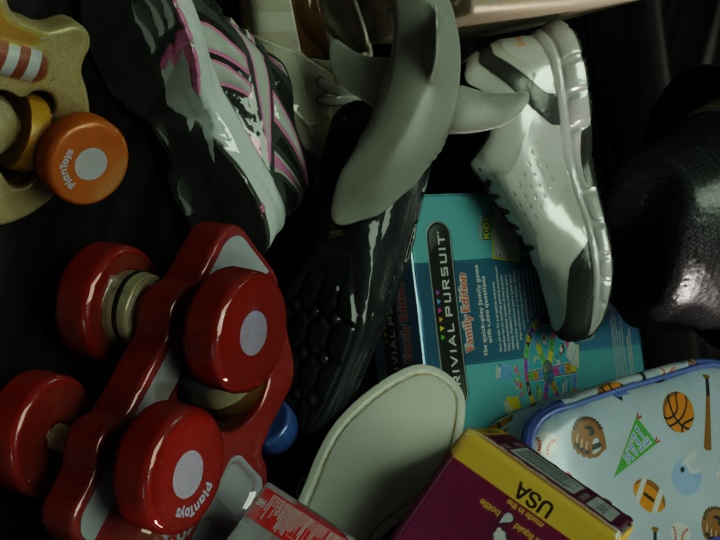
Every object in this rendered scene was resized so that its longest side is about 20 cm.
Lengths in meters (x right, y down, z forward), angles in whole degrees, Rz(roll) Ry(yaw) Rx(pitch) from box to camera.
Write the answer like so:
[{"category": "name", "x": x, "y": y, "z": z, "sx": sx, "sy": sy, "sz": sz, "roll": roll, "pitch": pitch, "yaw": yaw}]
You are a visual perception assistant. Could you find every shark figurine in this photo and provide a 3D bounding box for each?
[{"category": "shark figurine", "x": 0.022, "y": -0.145, "z": 1.034, "sx": 0.128, "sy": 0.090, "sz": 0.215, "roll": -14, "pitch": 80, "yaw": -6}]

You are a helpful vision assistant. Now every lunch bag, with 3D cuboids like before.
[{"category": "lunch bag", "x": 0.177, "y": 0.145, "z": 1.168, "sx": 0.200, "sy": 0.076, "sz": 0.160, "roll": -11, "pitch": 82, "yaw": -31}]

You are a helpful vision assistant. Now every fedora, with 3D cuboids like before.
[{"category": "fedora", "x": 0.204, "y": -0.026, "z": 1.176, "sx": 0.092, "sy": 0.201, "sz": 0.201, "roll": -18, "pitch": 96, "yaw": -26}]

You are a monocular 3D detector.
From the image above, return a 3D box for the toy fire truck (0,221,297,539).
[{"category": "toy fire truck", "x": -0.097, "y": 0.084, "z": 1.017, "sx": 0.200, "sy": 0.112, "sz": 0.168, "roll": -64, "pitch": 146, "yaw": -25}]

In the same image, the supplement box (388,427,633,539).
[{"category": "supplement box", "x": 0.053, "y": 0.194, "z": 1.035, "sx": 0.103, "sy": 0.131, "sz": 0.200, "roll": 35, "pitch": 93, "yaw": 11}]

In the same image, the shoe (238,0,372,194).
[{"category": "shoe", "x": -0.033, "y": -0.141, "z": 1.119, "sx": 0.070, "sy": 0.053, "sz": 0.200, "roll": -23, "pitch": 99, "yaw": -39}]

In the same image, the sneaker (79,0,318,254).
[{"category": "sneaker", "x": -0.087, "y": -0.112, "z": 1.067, "sx": 0.086, "sy": 0.080, "sz": 0.200, "roll": -45, "pitch": 123, "yaw": -44}]

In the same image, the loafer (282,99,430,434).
[{"category": "loafer", "x": 0.000, "y": 0.000, "z": 1.104, "sx": 0.070, "sy": 0.068, "sz": 0.201, "roll": 11, "pitch": 95, "yaw": -52}]

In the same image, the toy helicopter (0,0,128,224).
[{"category": "toy helicopter", "x": -0.199, "y": -0.114, "z": 0.933, "sx": 0.132, "sy": 0.079, "sz": 0.200, "roll": -19, "pitch": 121, "yaw": -25}]

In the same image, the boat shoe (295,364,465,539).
[{"category": "boat shoe", "x": -0.005, "y": 0.145, "z": 1.089, "sx": 0.075, "sy": 0.062, "sz": 0.200, "roll": 28, "pitch": 70, "yaw": 1}]

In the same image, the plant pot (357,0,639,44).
[{"category": "plant pot", "x": 0.081, "y": -0.235, "z": 1.146, "sx": 0.177, "sy": 0.200, "sz": 0.200, "roll": -24, "pitch": 100, "yaw": -28}]

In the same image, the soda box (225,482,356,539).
[{"category": "soda box", "x": -0.078, "y": 0.215, "z": 0.984, "sx": 0.063, "sy": 0.070, "sz": 0.200, "roll": 31, "pitch": 72, "yaw": 16}]

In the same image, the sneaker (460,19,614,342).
[{"category": "sneaker", "x": 0.106, "y": -0.051, "z": 1.166, "sx": 0.080, "sy": 0.074, "sz": 0.200, "roll": -13, "pitch": 100, "yaw": -9}]

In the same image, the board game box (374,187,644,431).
[{"category": "board game box", "x": 0.095, "y": 0.025, "z": 1.210, "sx": 0.200, "sy": 0.047, "sz": 0.151, "roll": -4, "pitch": 86, "yaw": -40}]
